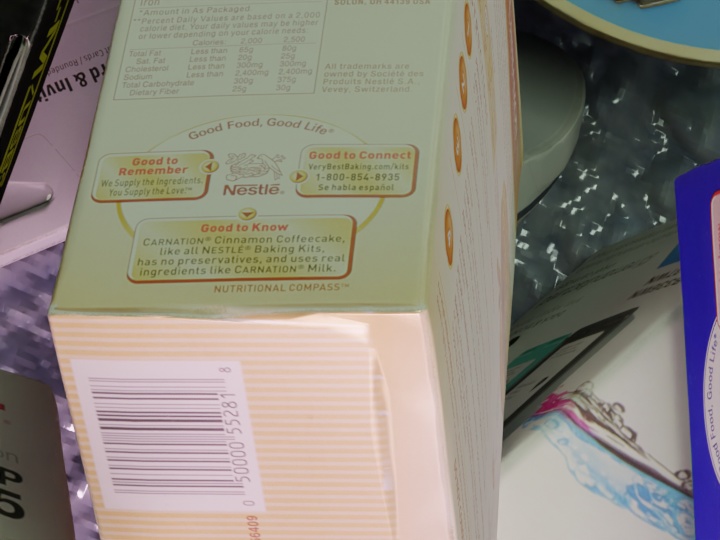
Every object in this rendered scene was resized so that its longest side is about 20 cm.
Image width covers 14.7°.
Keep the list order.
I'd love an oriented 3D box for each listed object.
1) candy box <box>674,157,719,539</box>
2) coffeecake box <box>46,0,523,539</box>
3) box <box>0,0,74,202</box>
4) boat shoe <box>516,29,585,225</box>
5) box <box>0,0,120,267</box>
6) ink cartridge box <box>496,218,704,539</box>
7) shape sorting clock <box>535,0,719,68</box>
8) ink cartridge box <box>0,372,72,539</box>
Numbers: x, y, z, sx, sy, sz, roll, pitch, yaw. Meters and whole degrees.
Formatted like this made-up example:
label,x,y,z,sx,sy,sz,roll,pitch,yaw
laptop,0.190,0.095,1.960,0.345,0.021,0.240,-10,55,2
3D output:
label,x,y,z,sx,sy,sz,roll,pitch,yaw
candy box,0.182,0.054,0.680,0.199,0.077,0.170,3,77,-23
coffeecake box,-0.007,-0.011,0.614,0.073,0.154,0.200,0,45,8
box,-0.151,-0.110,0.614,0.199,0.048,0.194,22,113,0
boat shoe,0.000,0.000,0.779,0.071,0.070,0.200,24,41,15
box,-0.136,-0.094,0.753,0.156,0.041,0.201,-24,88,-26
ink cartridge box,0.073,0.094,0.746,0.200,0.147,0.146,-39,97,-26
shape sorting clock,0.107,-0.153,0.770,0.199,0.039,0.201,0,77,-1
ink cartridge box,-0.148,0.113,0.584,0.146,0.200,0.146,18,114,-20
